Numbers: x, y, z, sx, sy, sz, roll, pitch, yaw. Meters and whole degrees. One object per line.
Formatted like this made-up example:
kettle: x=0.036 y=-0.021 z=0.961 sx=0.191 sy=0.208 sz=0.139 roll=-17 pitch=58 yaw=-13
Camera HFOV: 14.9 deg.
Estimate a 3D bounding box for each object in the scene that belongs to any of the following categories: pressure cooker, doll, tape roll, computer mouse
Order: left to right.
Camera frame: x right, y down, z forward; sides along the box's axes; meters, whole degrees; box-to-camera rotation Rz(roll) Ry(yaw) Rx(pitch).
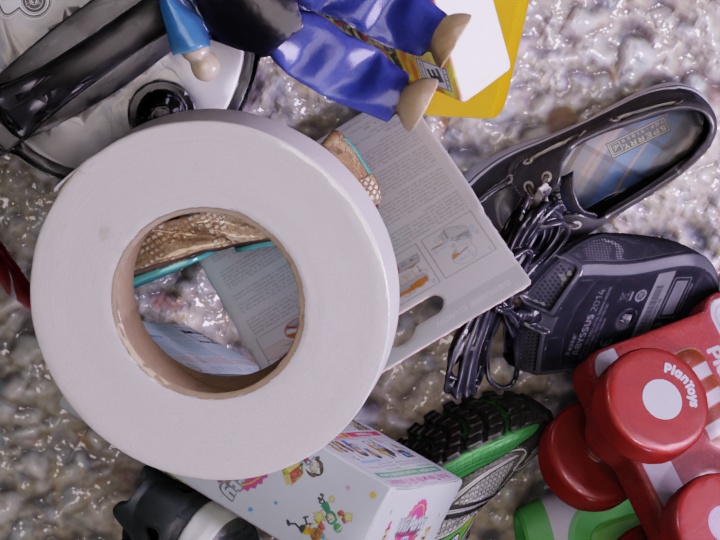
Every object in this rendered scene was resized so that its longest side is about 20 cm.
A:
pressure cooker: x=-0.140 y=-0.137 z=1.564 sx=0.178 sy=0.200 sz=0.176 roll=12 pitch=99 yaw=-7
tape roll: x=-0.080 y=0.013 z=1.490 sx=0.203 sy=0.037 sz=0.203 roll=3 pitch=104 yaw=10
doll: x=-0.043 y=-0.156 z=1.464 sx=0.200 sy=0.048 sz=0.137 roll=28 pitch=82 yaw=-5
computer mouse: x=0.134 y=0.011 z=1.662 sx=0.200 sy=0.053 sz=0.139 roll=4 pitch=120 yaw=-42

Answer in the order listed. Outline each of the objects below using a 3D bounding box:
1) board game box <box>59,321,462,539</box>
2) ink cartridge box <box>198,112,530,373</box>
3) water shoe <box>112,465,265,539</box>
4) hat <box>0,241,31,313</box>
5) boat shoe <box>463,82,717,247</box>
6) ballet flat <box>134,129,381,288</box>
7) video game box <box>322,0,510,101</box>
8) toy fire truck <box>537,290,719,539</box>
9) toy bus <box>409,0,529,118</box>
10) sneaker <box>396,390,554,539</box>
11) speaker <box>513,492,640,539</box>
board game box: x=-0.056 y=0.102 z=1.604 sx=0.200 sy=0.148 sz=0.064 roll=28 pitch=96 yaw=17
ink cartridge box: x=0.000 y=0.000 z=1.608 sx=0.160 sy=0.200 sz=0.047 roll=-31 pitch=134 yaw=-1
water shoe: x=-0.101 y=0.166 z=1.644 sx=0.079 sy=0.200 sz=0.072 roll=34 pitch=70 yaw=13
hat: x=-0.248 y=-0.028 z=1.659 sx=0.166 sy=0.176 sz=0.200 roll=0 pitch=92 yaw=31
boat shoe: x=0.130 y=-0.050 z=1.675 sx=0.200 sy=0.066 sz=0.070 roll=-26 pitch=101 yaw=-1
ballet flat: x=-0.087 y=-0.035 z=1.599 sx=0.200 sy=0.071 sz=0.065 roll=-16 pitch=93 yaw=9
video game box: x=-0.012 y=-0.208 z=1.543 sx=0.047 sy=0.182 sz=0.200 roll=-36 pitch=130 yaw=-23
toy fire truck: x=0.216 y=0.117 z=1.634 sx=0.168 sy=0.112 sz=0.200 roll=-20 pitch=74 yaw=-26
toy bus: x=0.067 y=-0.188 z=1.603 sx=0.065 sy=0.078 sz=0.200 roll=4 pitch=135 yaw=-7
sneaker: x=0.043 y=0.151 z=1.704 sx=0.200 sy=0.078 sz=0.085 roll=-40 pitch=108 yaw=11
speaker: x=0.200 y=0.164 z=1.711 sx=0.200 sy=0.088 sz=0.089 roll=-11 pitch=101 yaw=-4
